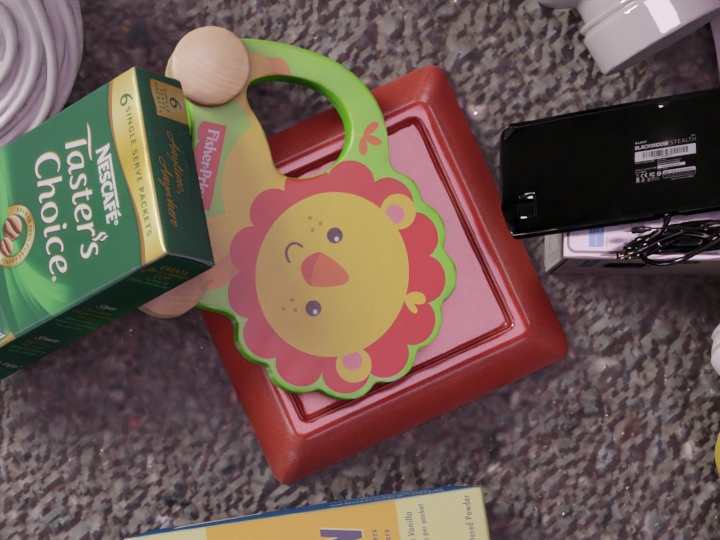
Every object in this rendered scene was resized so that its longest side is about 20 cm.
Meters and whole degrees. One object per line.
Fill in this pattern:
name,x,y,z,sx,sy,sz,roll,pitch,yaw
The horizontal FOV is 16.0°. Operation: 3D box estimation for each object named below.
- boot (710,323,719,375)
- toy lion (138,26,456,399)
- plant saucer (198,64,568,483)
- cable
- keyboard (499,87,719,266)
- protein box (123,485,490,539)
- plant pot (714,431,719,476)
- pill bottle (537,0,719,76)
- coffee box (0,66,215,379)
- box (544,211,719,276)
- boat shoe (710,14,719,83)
boot,0.253,-0.033,1.441,0.200,0.074,0.096,-40,77,-5
toy lion,-0.035,-0.029,1.512,0.191,0.069,0.201,11,85,-8
plant saucer,0.000,0.000,1.554,0.199,0.037,0.200,-24,86,-4
cable,-0.262,-0.140,1.489,0.200,0.069,0.200,-32,131,9
keyboard,0.176,-0.046,1.435,0.199,0.040,0.104,-8,62,21
protein box,-0.025,0.201,1.454,0.198,0.200,0.135,-8,86,-2
plant pot,0.292,0.117,1.493,0.142,0.200,0.200,39,85,27
pill bottle,0.137,-0.225,1.535,0.120,0.120,0.200,-29,87,-4
coffee box,-0.176,-0.022,1.477,0.200,0.044,0.123,-26,63,33
box,0.213,-0.030,1.523,0.199,0.117,0.060,1,85,-3
boat shoe,0.256,-0.156,1.565,0.064,0.071,0.201,8,75,-33
